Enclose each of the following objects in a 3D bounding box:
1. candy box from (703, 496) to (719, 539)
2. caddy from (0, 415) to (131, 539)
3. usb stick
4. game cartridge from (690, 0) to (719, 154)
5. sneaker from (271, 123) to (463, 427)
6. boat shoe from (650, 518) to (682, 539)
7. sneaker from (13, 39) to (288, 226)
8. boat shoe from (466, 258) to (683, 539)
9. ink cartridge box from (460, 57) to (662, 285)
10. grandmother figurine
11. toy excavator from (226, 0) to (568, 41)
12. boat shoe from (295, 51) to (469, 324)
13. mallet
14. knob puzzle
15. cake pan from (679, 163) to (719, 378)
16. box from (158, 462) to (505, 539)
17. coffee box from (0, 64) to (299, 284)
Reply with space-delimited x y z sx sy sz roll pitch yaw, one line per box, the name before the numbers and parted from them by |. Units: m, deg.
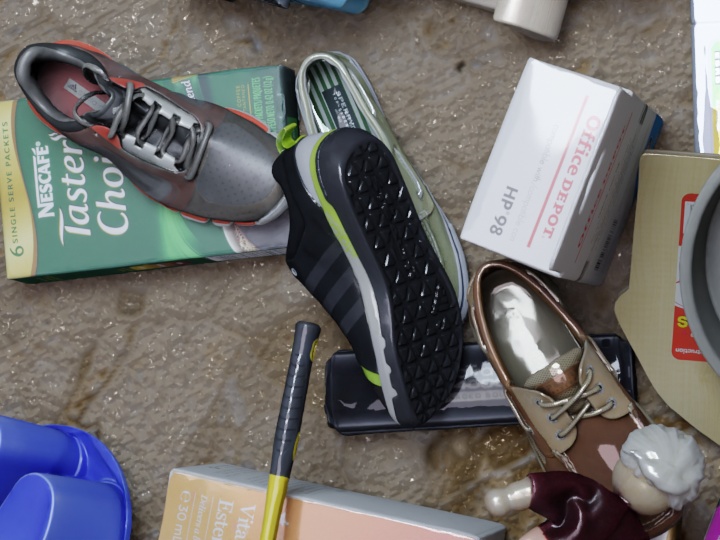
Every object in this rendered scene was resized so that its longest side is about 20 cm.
candy box | 0.306 0.179 1.473 0.200 0.061 0.136 21 106 12
caddy | -0.236 0.186 1.590 0.200 0.105 0.141 -51 55 6
usb stick | 0.074 0.072 1.559 0.200 0.033 0.056 -4 79 13
game cartridge | 0.271 -0.095 1.520 0.133 0.040 0.200 -2 87 9
sneaker | 0.000 0.000 1.523 0.083 0.072 0.200 -2 111 43
boat shoe | 0.158 0.205 1.518 0.069 0.071 0.200 3 79 13
sneaker | -0.134 -0.085 1.541 0.200 0.082 0.077 24 91 13
boat shoe | 0.122 0.076 1.489 0.076 0.072 0.200 -37 70 2
ink cartridge box | 0.119 -0.058 1.468 0.067 0.200 0.116 22 92 14
grandmother figurine | 0.118 0.163 1.432 0.200 0.061 0.121 -42 118 1
toy excavator | 0.007 -0.198 1.558 0.194 0.200 0.100 17 93 54
boat shoe | 0.006 -0.047 1.563 0.072 0.062 0.200 -28 83 10
mallet | -0.052 0.129 1.458 0.041 0.066 0.200 8 89 15
knob puzzle | 0.254 0.026 1.499 0.219 0.030 0.220 4 111 9
cake pan | 0.287 -0.002 1.440 0.200 0.037 0.200 3 106 10
box | -0.026 0.213 1.537 0.200 0.106 0.152 10 90 13
coffee box | -0.137 -0.061 1.605 0.200 0.044 0.123 -5 87 12
